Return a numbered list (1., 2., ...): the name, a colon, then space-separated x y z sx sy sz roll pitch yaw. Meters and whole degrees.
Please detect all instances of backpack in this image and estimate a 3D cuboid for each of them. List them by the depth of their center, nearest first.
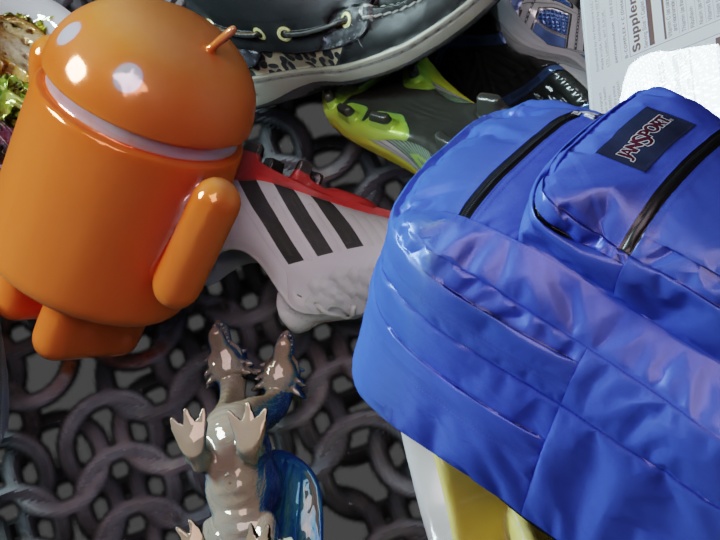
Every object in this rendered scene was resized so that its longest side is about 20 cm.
1. backpack: 0.107 0.011 0.934 0.199 0.169 0.162 28 38 22

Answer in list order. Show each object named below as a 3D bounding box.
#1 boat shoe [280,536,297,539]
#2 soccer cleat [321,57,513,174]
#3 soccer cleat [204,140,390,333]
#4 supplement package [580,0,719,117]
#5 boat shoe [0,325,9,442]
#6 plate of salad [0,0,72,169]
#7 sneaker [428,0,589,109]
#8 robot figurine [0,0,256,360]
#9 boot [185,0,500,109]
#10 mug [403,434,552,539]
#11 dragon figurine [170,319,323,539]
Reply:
1. boat shoe: 0.031 0.198 1.065 0.062 0.075 0.200 -40 90 -5
2. soccer cleat: 0.043 -0.061 1.172 0.065 0.084 0.200 -39 34 -13
3. soccer cleat: 0.000 0.000 1.175 0.199 0.069 0.086 21 85 23
4. supplement package: 0.207 -0.074 1.082 0.110 0.199 0.157 -20 62 37
5. boat shoe: -0.217 0.076 1.137 0.066 0.074 0.201 -6 33 0
6. plate of salad: -0.231 -0.076 1.252 0.198 0.048 0.202 -3 69 8
7. sneaker: 0.091 -0.113 1.210 0.077 0.076 0.200 -10 49 -37
8. robot figurine: -0.124 -0.053 1.153 0.116 0.144 0.201 18 113 -12
9. boot: -0.030 -0.173 1.165 0.202 0.154 0.074 -15 26 38
10. mug: 0.106 0.092 1.073 0.152 0.150 0.188 -13 56 -5
11. dragon figurine: -0.054 0.119 1.134 0.058 0.099 0.202 -9 80 15
